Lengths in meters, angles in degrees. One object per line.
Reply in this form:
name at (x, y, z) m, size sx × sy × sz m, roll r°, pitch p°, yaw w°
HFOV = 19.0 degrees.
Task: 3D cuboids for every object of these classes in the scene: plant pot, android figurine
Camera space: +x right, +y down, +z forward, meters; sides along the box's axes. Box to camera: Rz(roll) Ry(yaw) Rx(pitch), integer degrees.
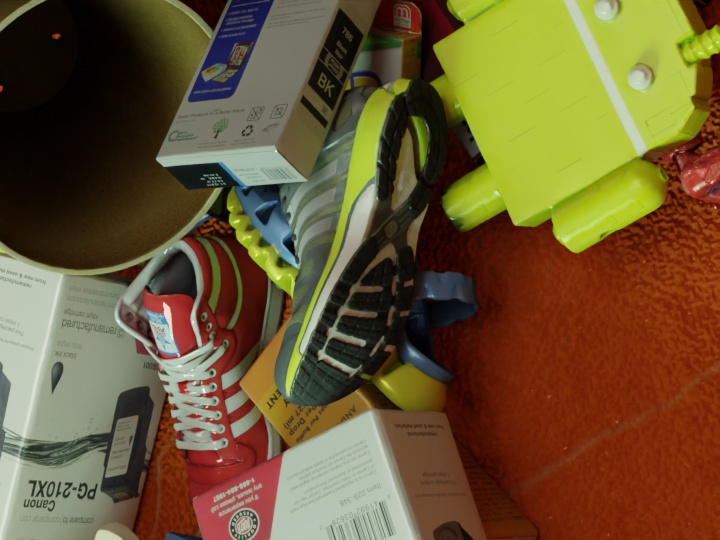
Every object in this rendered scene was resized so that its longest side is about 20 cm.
plant pot at (-0.200, -0.119, 1.387) m, size 0.187 × 0.186 × 0.200 m, roll -63°, pitch 32°, yaw 8°
android figurine at (0.120, -0.107, 1.247) m, size 0.200 × 0.041 × 0.183 m, roll -28°, pitch 76°, yaw 26°

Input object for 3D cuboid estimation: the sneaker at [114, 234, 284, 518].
sneaker at (-0.104, 0.073, 1.382) m, size 0.071 × 0.112 × 0.201 m, roll -2°, pitch 82°, yaw 32°

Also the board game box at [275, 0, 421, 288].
board game box at (-0.008, -0.075, 1.354) m, size 0.095 × 0.030 × 0.201 m, roll 15°, pitch 111°, yaw 32°

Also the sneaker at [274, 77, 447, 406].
sneaker at (-0.012, -0.017, 1.261) m, size 0.081 × 0.074 × 0.201 m, roll 9°, pitch 77°, yaw 43°

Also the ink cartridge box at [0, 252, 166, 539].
ink cartridge box at (-0.205, 0.097, 1.421) m, size 0.084 × 0.145 × 0.201 m, roll 14°, pitch 90°, yaw 31°

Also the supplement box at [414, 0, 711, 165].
supplement box at (0.125, -0.164, 1.306) m, size 0.200 × 0.061 × 0.109 m, roll -43°, pitch 64°, yaw 21°

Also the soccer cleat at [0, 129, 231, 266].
soccer cleat at (-0.172, -0.035, 1.466) m, size 0.200 × 0.065 × 0.084 m, roll -21°, pitch 67°, yaw 26°

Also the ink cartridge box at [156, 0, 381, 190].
ink cartridge box at (-0.043, -0.141, 1.290) m, size 0.099 × 0.039 × 0.200 m, roll -2°, pitch 57°, yaw 41°

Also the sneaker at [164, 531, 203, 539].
sneaker at (-0.056, 0.232, 1.356) m, size 0.200 × 0.070 × 0.078 m, roll 23°, pitch 90°, yaw 32°

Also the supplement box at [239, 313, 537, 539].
supplement box at (0.016, 0.116, 1.331) m, size 0.200 × 0.069 × 0.067 m, roll 47°, pitch 109°, yaw 25°

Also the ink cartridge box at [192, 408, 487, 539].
ink cartridge box at (0.004, 0.197, 1.242) m, size 0.147 × 0.086 × 0.201 m, roll -27°, pitch 73°, yaw 29°

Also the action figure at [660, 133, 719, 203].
action figure at (0.258, -0.059, 1.209) m, size 0.200 × 0.065 × 0.099 m, roll 26°, pitch 103°, yaw 30°

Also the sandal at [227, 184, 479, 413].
sandal at (0.000, 0.000, 1.320) m, size 0.200 × 0.079 × 0.087 m, roll 43°, pitch 94°, yaw 21°

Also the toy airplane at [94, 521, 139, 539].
toy airplane at (-0.155, 0.270, 1.374) m, size 0.200 × 0.141 × 0.199 m, roll -38°, pitch 103°, yaw 24°
